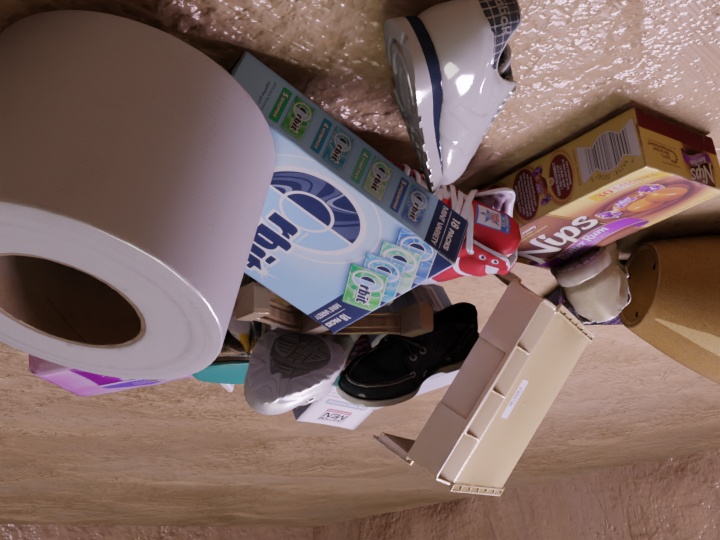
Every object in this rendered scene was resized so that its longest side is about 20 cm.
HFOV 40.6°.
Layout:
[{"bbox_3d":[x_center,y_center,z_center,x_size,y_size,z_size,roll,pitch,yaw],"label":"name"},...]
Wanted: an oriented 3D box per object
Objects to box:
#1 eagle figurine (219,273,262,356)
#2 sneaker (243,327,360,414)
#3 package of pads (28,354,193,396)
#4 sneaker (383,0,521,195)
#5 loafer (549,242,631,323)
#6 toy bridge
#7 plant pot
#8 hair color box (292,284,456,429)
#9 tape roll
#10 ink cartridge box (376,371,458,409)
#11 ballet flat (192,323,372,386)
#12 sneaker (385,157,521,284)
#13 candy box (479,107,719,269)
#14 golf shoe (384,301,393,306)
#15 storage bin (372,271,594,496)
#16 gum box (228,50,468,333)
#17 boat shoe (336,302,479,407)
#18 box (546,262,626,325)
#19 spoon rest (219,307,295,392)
[{"bbox_3d":[-0.123,0.008,0.901,0.151,0.150,0.202,-39,142,-33],"label":"eagle figurine"},{"bbox_3d":[-0.052,0.097,0.917,0.077,0.100,0.200,28,-153,13],"label":"sneaker"},{"bbox_3d":[-0.261,0.085,1.096,0.197,0.077,0.121,-11,159,12],"label":"package of pads"},{"bbox_3d":[0.068,-0.114,0.664,0.080,0.077,0.200,-24,165,-3],"label":"sneaker"},{"bbox_3d":[0.234,0.015,0.984,0.075,0.069,0.200,-23,178,18],"label":"loafer"},{"bbox_3d":[-0.031,0.038,0.855,0.198,0.028,0.067,8,161,-35],"label":"toy bridge"},{"bbox_3d":[0.385,0.038,1.041,0.197,0.189,0.187,13,156,-11],"label":"plant pot"},{"bbox_3d":[0.011,0.094,1.109,0.098,0.061,0.200,17,124,-43],"label":"hair color box"},{"bbox_3d":[-0.164,-0.038,0.609,0.199,0.141,0.204,10,148,6],"label":"tape roll"},{"bbox_3d":[0.016,0.102,1.245,0.199,0.044,0.195,34,141,-30],"label":"ink cartridge box"},{"bbox_3d":[-0.082,0.087,1.043,0.197,0.072,0.069,2,155,7],"label":"ballet flat"},{"bbox_3d":[0.060,-0.049,0.785,0.111,0.072,0.200,-5,154,31],"label":"sneaker"},{"bbox_3d":[0.197,-0.064,0.850,0.116,0.057,0.199,9,154,-38],"label":"candy box"},{"bbox_3d":[0.000,0.000,0.926,0.076,0.089,0.200,-7,161,-1],"label":"golf shoe"},{"bbox_3d":[0.126,0.110,0.961,0.093,0.202,0.198,32,-179,28],"label":"storage bin"},{"bbox_3d":[-0.048,-0.045,0.720,0.199,0.045,0.169,35,144,-18],"label":"gum box"},{"bbox_3d":[0.056,0.079,0.992,0.197,0.074,0.067,-14,127,-38],"label":"boat shoe"},{"bbox_3d":[0.335,0.031,1.179,0.197,0.037,0.143,1,159,-16],"label":"box"},{"bbox_3d":[-0.087,0.087,1.177,0.198,0.061,0.100,-20,134,21],"label":"spoon rest"}]
